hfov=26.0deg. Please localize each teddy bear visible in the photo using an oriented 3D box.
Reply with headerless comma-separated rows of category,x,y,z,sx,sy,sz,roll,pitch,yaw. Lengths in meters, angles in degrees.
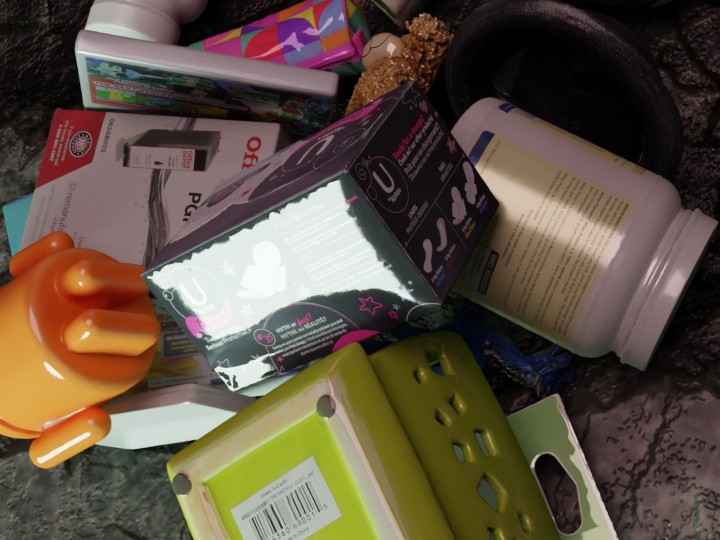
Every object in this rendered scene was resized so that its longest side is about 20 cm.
teddy bear,0.017,-0.138,1.247,0.066,0.145,0.201,27,52,-1

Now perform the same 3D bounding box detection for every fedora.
fedora,0.168,-0.143,1.220,0.200,0.201,0.092,14,43,25

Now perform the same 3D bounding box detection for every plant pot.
plant pot,-0.005,0.165,1.068,0.200,0.181,0.200,-33,70,22

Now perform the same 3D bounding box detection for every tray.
tray,-0.159,0.114,1.222,0.199,0.107,0.022,-13,68,41

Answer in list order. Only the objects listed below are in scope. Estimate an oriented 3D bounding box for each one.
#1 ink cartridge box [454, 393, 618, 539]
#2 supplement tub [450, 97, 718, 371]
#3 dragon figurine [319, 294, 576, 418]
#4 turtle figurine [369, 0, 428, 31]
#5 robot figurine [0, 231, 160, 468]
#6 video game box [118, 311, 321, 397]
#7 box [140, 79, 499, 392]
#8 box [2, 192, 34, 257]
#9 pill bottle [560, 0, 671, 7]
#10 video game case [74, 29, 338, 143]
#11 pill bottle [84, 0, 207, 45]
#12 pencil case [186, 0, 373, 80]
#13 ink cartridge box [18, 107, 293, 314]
ink cartridge box,0.088,0.200,1.168,0.199,0.048,0.146,-25,64,10
supplement tub,0.148,-0.025,1.158,0.199,0.145,0.146,27,82,12
dragon figurine,0.065,0.072,1.193,0.199,0.059,0.100,-11,46,-10
turtle figurine,0.061,-0.314,1.320,0.194,0.200,0.144,-47,28,3
robot figurine,-0.229,0.058,1.163,0.200,0.117,0.144,-30,101,43
video game box,-0.113,0.014,1.293,0.199,0.047,0.183,-9,66,10
box,-0.028,-0.023,1.076,0.199,0.115,0.132,-23,21,36
box,-0.250,0.035,1.339,0.049,0.082,0.201,-22,65,10
pill bottle,0.201,-0.269,1.226,0.199,0.120,0.120,1,68,-10
video game case,-0.124,-0.133,1.251,0.199,0.182,0.023,10,74,-4
pill bottle,-0.181,-0.293,1.418,0.110,0.111,0.201,9,74,23
pencil case,-0.084,-0.175,1.353,0.199,0.088,0.089,-22,64,13
ink cartridge box,-0.157,-0.045,1.256,0.199,0.083,0.148,4,70,15
